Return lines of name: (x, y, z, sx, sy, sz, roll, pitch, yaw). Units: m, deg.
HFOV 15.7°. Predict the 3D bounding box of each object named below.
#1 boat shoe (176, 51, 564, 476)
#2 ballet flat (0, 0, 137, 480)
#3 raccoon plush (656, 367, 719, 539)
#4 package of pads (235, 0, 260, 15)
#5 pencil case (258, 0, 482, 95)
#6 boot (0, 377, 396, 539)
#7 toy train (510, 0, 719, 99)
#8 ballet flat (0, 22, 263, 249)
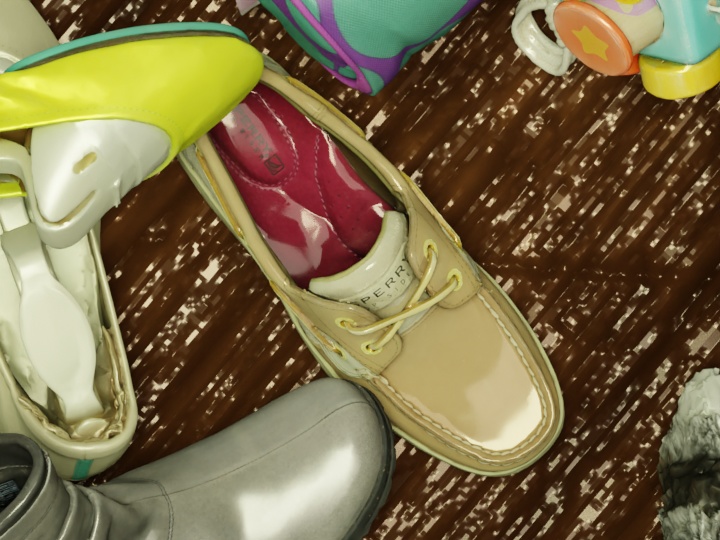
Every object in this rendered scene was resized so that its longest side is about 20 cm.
boat shoe: (0.000, 0.000, 0.968, 0.074, 0.066, 0.200, -45, 93, -1)
ballet flat: (-0.125, -0.020, 0.962, 0.069, 0.069, 0.201, -17, 92, -2)
raccoon plush: (0.078, 0.138, 0.985, 0.134, 0.097, 0.200, 2, 61, 10)
package of pads: (0.015, -0.190, 0.961, 0.200, 0.076, 0.121, -26, 91, -2)
pencil case: (0.044, -0.153, 0.885, 0.200, 0.085, 0.092, -42, 90, 0)
boot: (-0.088, 0.090, 0.922, 0.200, 0.132, 0.070, -38, 55, 1)
toy train: (0.123, -0.042, 0.928, 0.200, 0.150, 0.056, 45, 57, 12)
ballet flat: (-0.128, -0.037, 0.895, 0.199, 0.067, 0.067, -8, 64, -9)
